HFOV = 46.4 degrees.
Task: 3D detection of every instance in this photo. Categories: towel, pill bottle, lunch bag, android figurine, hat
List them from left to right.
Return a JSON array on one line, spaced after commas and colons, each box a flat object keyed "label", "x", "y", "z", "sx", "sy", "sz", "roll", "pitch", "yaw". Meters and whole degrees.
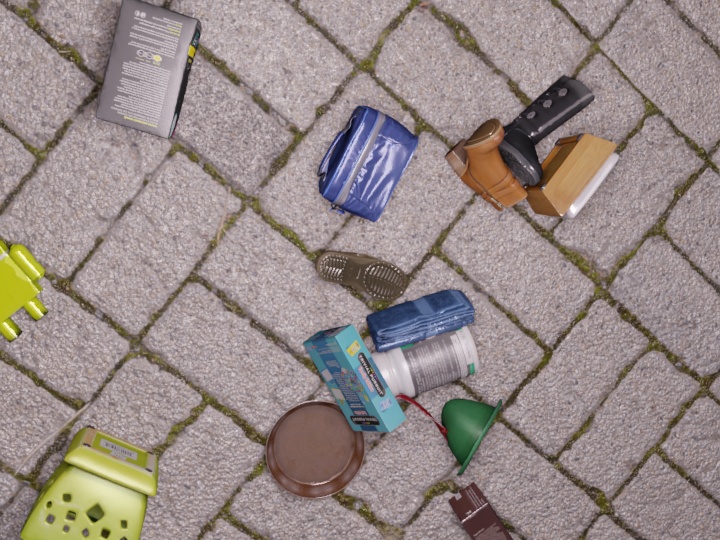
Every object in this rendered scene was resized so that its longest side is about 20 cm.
[{"label": "android figurine", "x": -0.656, "y": 0.026, "z": 1.494, "sx": 0.181, "sy": 0.041, "sz": 0.201, "roll": -36, "pitch": 106, "yaw": -1}, {"label": "lunch bag", "x": 0.000, "y": -0.190, "z": 1.514, "sx": 0.131, "sy": 0.136, "sz": 0.202, "roll": 27, "pitch": 96, "yaw": -13}, {"label": "towel", "x": 0.111, "y": 0.088, "z": 1.596, "sx": 0.197, "sy": 0.112, "sz": 0.049, "roll": -17, "pitch": 116, "yaw": -6}, {"label": "pill bottle", "x": 0.119, "y": 0.175, "z": 1.612, "sx": 0.197, "sy": 0.113, "sz": 0.115, "roll": -20, "pitch": 103, "yaw": -6}, {"label": "hat", "x": 0.165, "y": 0.278, "z": 1.642, "sx": 0.175, "sy": 0.201, "sz": 0.166, "roll": 30, "pitch": 57, "yaw": 12}]

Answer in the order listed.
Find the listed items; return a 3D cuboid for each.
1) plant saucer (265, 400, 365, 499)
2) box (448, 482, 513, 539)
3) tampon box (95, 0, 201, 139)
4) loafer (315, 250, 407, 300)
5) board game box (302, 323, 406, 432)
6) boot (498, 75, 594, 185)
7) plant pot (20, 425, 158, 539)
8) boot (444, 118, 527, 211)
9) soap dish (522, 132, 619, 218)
[{"label": "plant saucer", "x": -0.089, "y": 0.347, "z": 1.650, "sx": 0.197, "sy": 0.034, "sz": 0.204, "roll": -1, "pitch": 100, "yaw": -8}, {"label": "box", "x": 0.267, "y": 0.544, "z": 1.713, "sx": 0.075, "sy": 0.100, "sz": 0.201, "roll": -36, "pitch": 105, "yaw": -2}, {"label": "tampon box", "x": -0.354, "y": -0.337, "z": 1.420, "sx": 0.124, "sy": 0.150, "sz": 0.203, "roll": 15, "pitch": 98, "yaw": -11}, {"label": "loafer", "x": 0.000, "y": 0.000, "z": 1.587, "sx": 0.198, "sy": 0.067, "sz": 0.077, "roll": 20, "pitch": 100, "yaw": -28}, {"label": "board game box", "x": -0.013, "y": 0.203, "z": 1.563, "sx": 0.047, "sy": 0.151, "sz": 0.202, "roll": -33, "pitch": 97, "yaw": -27}, {"label": "boot", "x": 0.351, "y": -0.263, "z": 1.553, "sx": 0.199, "sy": 0.165, "sz": 0.066, "roll": -34, "pitch": 137, "yaw": -2}, {"label": "plant pot", "x": -0.472, "y": 0.404, "z": 1.519, "sx": 0.198, "sy": 0.199, "sz": 0.184, "roll": 25, "pitch": 89, "yaw": -12}, {"label": "boot", "x": 0.249, "y": -0.187, "z": 1.527, "sx": 0.155, "sy": 0.200, "sz": 0.074, "roll": 46, "pitch": 76, "yaw": -7}, {"label": "soap dish", "x": 0.380, "y": -0.175, "z": 1.551, "sx": 0.081, "sy": 0.200, "sz": 0.158, "roll": 37, "pitch": 93, "yaw": -5}]
